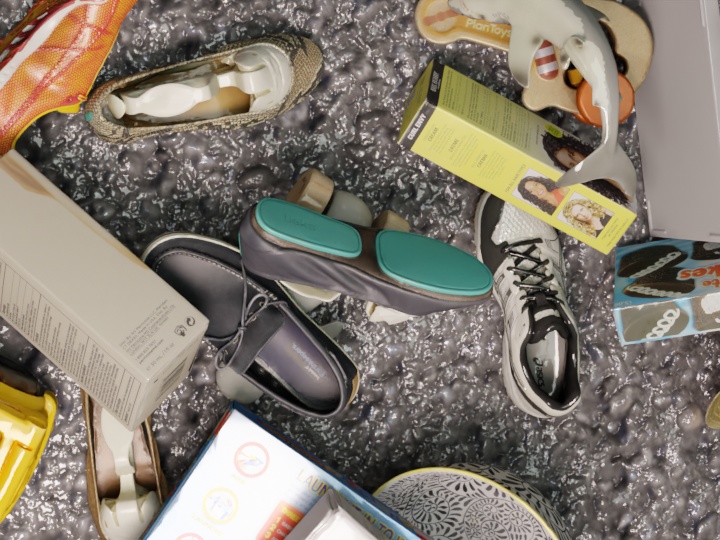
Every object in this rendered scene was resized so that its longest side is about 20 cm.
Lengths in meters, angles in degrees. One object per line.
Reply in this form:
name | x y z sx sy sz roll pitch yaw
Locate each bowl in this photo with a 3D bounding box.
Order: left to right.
bowl | 0.101 0.232 1.289 0.199 0.094 0.203 12 115 25

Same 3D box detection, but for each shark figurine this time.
shark figurine | 0.173 -0.171 1.231 0.089 0.128 0.215 -15 66 -48

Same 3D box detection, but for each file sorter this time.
file sorter | 0.312 -0.134 1.306 0.123 0.139 0.202 -9 96 -15

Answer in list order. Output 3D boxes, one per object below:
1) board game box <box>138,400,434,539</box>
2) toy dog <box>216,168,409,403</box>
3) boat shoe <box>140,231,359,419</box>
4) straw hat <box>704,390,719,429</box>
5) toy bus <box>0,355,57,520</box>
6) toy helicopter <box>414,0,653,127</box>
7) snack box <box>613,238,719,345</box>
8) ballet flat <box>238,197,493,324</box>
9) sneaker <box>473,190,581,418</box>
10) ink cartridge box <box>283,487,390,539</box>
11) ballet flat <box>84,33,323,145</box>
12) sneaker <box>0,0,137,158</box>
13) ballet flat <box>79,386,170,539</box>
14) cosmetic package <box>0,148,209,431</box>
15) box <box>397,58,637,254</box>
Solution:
board game box | -0.072 0.237 1.211 0.199 0.056 0.197 35 89 -5
toy dog | -0.052 0.004 1.271 0.199 0.096 0.132 -35 104 7
boat shoe | -0.082 0.043 1.199 0.200 0.062 0.075 40 102 -10
straw hat | 0.351 0.048 1.339 0.200 0.202 0.086 -24 63 -10
toy bus | -0.329 0.117 1.152 0.199 0.192 0.137 28 89 -12
toy helicopter | 0.143 -0.200 1.297 0.198 0.079 0.134 14 98 -1
snack box | 0.306 0.004 1.284 0.198 0.116 0.037 -10 114 15
ballet flat | 0.000 0.000 1.194 0.198 0.073 0.074 16 91 -13
sneaker | 0.148 0.023 1.305 0.075 0.088 0.202 -15 96 -9
ink cartridge box | 0.005 0.280 1.149 0.200 0.085 0.146 42 89 -7
ballet flat | -0.117 -0.140 1.239 0.198 0.075 0.069 -15 96 -12
sneaker | -0.228 -0.171 1.226 0.200 0.073 0.077 -44 124 -3
ballet flat | -0.185 0.155 1.246 0.067 0.072 0.202 -6 96 -6
cosmetic package | -0.214 0.015 1.178 0.200 0.105 0.071 41 60 6
box | 0.130 -0.093 1.290 0.199 0.076 0.050 26 124 -11
